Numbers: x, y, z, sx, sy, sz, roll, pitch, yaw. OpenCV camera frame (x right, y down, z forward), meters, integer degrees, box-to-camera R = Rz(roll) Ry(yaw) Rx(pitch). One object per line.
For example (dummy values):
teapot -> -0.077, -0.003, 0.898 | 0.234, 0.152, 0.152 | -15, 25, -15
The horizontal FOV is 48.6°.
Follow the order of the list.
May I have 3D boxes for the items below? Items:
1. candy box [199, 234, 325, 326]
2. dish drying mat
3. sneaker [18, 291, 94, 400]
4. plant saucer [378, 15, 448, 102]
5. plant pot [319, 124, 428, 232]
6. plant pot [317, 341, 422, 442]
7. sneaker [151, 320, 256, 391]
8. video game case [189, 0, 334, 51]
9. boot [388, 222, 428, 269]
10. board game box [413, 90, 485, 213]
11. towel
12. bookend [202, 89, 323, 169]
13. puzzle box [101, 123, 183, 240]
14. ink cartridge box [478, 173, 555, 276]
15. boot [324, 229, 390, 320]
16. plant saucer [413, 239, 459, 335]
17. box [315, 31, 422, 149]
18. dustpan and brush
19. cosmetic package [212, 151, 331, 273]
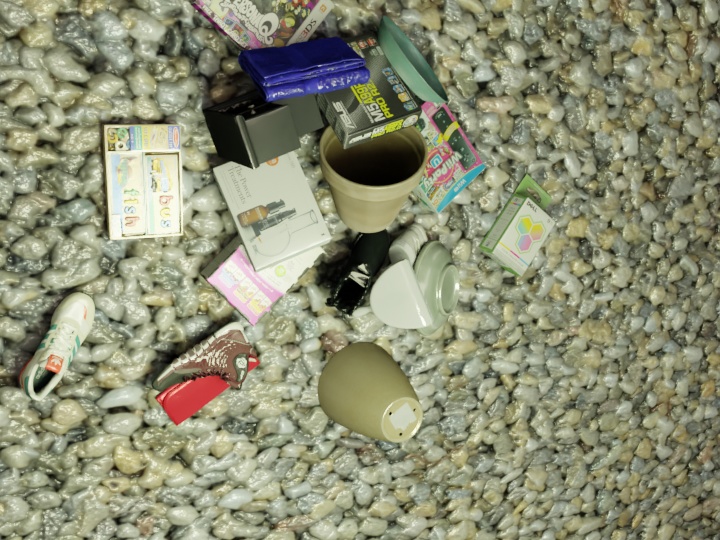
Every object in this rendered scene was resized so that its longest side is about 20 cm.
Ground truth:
candy box -> -0.185, -0.015, 1.512 | 0.200, 0.061, 0.136 | -46, 116, -9
dish drying mat -> -0.292, 0.212, 1.540 | 0.200, 0.018, 0.077 | -37, 117, -14
sneaker -> -0.512, 0.135, 1.365 | 0.070, 0.093, 0.200 | 33, 87, -30
plant saucer -> 0.092, -0.388, 1.501 | 0.036, 0.200, 0.200 | -36, 121, 19
plant pot -> 0.018, -0.171, 1.501 | 0.199, 0.200, 0.174 | -23, 149, -20
plant pot -> 0.037, 0.264, 1.618 | 0.186, 0.200, 0.188 | -7, 105, -25
sneaker -> -0.280, 0.191, 1.486 | 0.200, 0.076, 0.116 | -36, 88, -15
video game case -> -0.170, -0.473, 1.416 | 0.200, 0.036, 0.182 | 40, 82, -29
boot -> 0.117, 0.000, 1.665 | 0.096, 0.073, 0.201 | -46, 141, -37
board game box -> 0.144, -0.241, 1.621 | 0.148, 0.064, 0.200 | -44, 119, -10
towel -> -0.098, -0.358, 1.378 | 0.199, 0.148, 0.050 | -16, 137, -22
bookend -> -0.146, -0.264, 1.389 | 0.198, 0.200, 0.093 | -25, 113, -18
puzzle box -> -0.379, -0.156, 1.398 | 0.132, 0.025, 0.201 | -6, 106, -26
ink cartridge box -> 0.362, -0.101, 1.769 | 0.104, 0.059, 0.200 | 35, 86, -29
boot -> 0.000, -0.001, 1.548 | 0.073, 0.162, 0.199 | 30, 90, -1
plant saucer -> 0.164, 0.038, 1.652 | 0.200, 0.050, 0.201 | -17, 109, -60
box -> -0.003, -0.334, 1.464 | 0.160, 0.044, 0.201 | -21, 69, -21
dustpan and brush -> 0.046, 0.066, 1.588 | 0.057, 0.199, 0.140 | -24, 92, -63
cosmetic package -> -0.160, -0.117, 1.446 | 0.150, 0.052, 0.201 | -23, 86, -12
